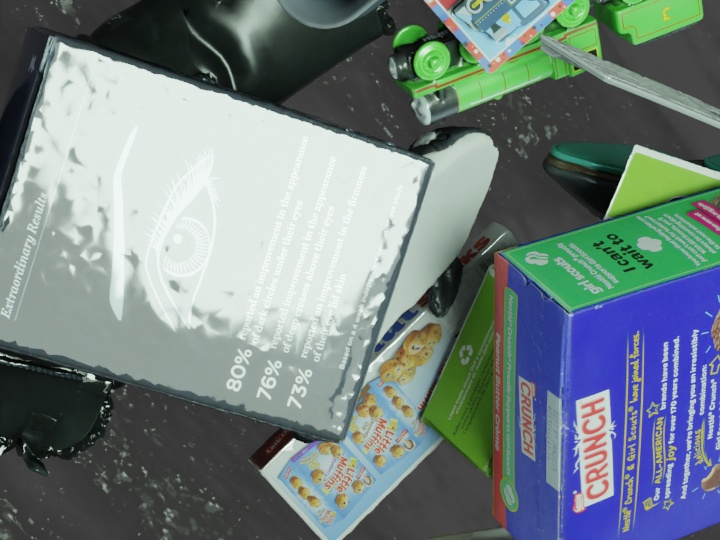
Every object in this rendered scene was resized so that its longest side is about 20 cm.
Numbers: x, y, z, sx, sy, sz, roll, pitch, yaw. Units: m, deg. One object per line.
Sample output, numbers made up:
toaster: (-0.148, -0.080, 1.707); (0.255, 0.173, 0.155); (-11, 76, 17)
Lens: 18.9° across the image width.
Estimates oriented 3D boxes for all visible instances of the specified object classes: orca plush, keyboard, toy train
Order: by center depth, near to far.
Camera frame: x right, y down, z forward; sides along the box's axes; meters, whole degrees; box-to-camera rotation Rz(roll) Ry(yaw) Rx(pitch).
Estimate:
orca plush: (0.000, 0.000, 1.207); (0.105, 0.071, 0.201); (31, 80, -52)
keyboard: (0.174, -0.096, 1.211); (0.199, 0.056, 0.011); (14, 103, -49)
toy train: (0.107, -0.135, 1.225); (0.199, 0.042, 0.057); (-22, 122, -15)

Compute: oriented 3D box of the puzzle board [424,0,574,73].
puzzle board: (0.091, -0.222, 1.121); (0.200, 0.017, 0.151); (-41, 99, 17)

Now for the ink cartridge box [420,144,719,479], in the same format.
ink cartridge box: (0.145, 0.025, 1.236); (0.147, 0.076, 0.201); (14, 104, -37)

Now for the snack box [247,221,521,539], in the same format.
snack box: (0.030, 0.066, 1.255); (0.200, 0.024, 0.072); (-44, 117, -6)

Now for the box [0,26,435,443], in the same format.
box: (-0.086, -0.019, 1.050); (0.198, 0.104, 0.149); (18, 94, -17)

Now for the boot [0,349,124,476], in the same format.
boot: (-0.187, 0.002, 1.124); (0.161, 0.073, 0.200); (20, 103, -23)

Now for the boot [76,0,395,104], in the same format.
boot: (-0.050, -0.095, 1.149); (0.162, 0.073, 0.199); (-40, 113, -11)

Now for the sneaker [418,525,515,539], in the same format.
sneaker: (0.084, 0.197, 1.275); (0.198, 0.090, 0.076); (-17, 110, -17)

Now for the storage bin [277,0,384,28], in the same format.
storage bin: (-0.007, -0.219, 1.052); (0.145, 0.134, 0.201); (-37, 78, 26)

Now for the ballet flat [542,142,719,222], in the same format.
ballet flat: (0.194, -0.038, 1.270); (0.198, 0.073, 0.074); (-2, 105, -25)

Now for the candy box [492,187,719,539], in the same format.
candy box: (0.170, 0.054, 1.168); (0.199, 0.077, 0.170); (-17, 123, -27)
